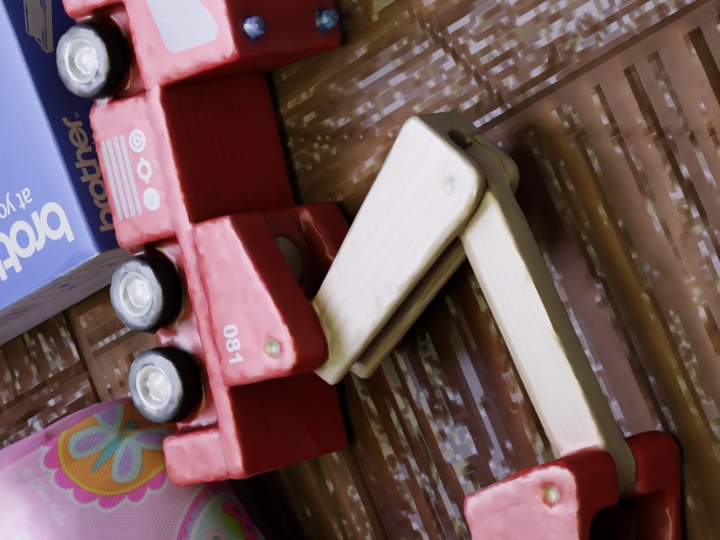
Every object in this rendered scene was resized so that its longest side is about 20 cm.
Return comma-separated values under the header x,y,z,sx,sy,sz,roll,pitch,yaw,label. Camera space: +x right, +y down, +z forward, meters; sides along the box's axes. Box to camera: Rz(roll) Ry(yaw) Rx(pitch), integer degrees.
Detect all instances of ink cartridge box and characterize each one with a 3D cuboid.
x,y,z,sx,sy,sz,roll,pitch,yaw,label
-0.141,-0.016,0.806,0.200,0.044,0.094,-28,81,40,ink cartridge box

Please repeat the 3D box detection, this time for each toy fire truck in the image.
x,y,z,sx,sy,sz,roll,pitch,yaw,label
0.000,0.000,0.691,0.141,0.049,0.201,-13,89,40,toy fire truck

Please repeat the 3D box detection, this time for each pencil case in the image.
x,y,z,sx,sy,sz,roll,pitch,yaw,label
-0.038,0.128,0.729,0.200,0.087,0.087,53,126,20,pencil case
